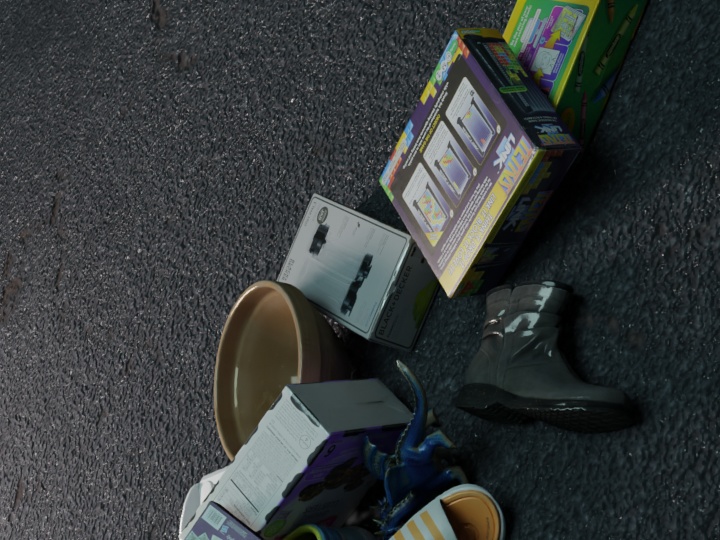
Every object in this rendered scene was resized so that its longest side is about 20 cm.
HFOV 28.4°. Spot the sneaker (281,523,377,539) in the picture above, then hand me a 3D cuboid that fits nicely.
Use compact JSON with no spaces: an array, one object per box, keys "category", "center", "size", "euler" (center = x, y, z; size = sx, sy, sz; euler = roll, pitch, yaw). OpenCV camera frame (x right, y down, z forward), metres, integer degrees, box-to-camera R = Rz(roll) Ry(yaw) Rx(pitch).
[{"category":"sneaker","center":[-0.052,0.334,1.349],"size":[0.079,0.130,0.201],"euler":[-4,69,34]}]

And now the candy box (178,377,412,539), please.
[{"category":"candy box","center":[-0.058,0.204,1.389],"size":[0.072,0.167,0.200],"euler":[44,111,25]}]

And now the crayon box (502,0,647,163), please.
[{"category":"crayon box","center":[0.193,-0.215,1.369],"size":[0.119,0.058,0.201],"euler":[26,94,54]}]

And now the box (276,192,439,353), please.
[{"category":"box","center":[0.000,0.000,1.513],"size":[0.200,0.060,0.117],"euler":[25,93,55]}]

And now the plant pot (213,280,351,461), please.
[{"category":"plant pot","center":[-0.074,0.114,1.510],"size":[0.201,0.092,0.202],"euler":[-19,67,56]}]

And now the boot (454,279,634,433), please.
[{"category":"boot","center":[0.167,0.069,1.261],"size":[0.200,0.070,0.132],"euler":[2,70,48]}]

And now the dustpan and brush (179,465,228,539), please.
[{"category":"dustpan and brush","center":[-0.164,0.303,1.576],"size":[0.139,0.057,0.201],"euler":[-29,52,42]}]

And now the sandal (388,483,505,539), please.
[{"category":"sandal","center":[0.043,0.275,1.267],"size":[0.206,0.079,0.059],"euler":[-38,0,10]}]

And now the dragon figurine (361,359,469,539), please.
[{"category":"dragon figurine","center":[0.038,0.179,1.311],"size":[0.099,0.200,0.059],"euler":[-26,44,-6]}]

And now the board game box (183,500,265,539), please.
[{"category":"board game box","center":[-0.092,0.314,1.280],"size":[0.200,0.032,0.120],"euler":[34,83,22]}]

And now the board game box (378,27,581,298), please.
[{"category":"board game box","center":[0.108,-0.101,1.354],"size":[0.166,0.056,0.200],"euler":[60,140,31]}]
